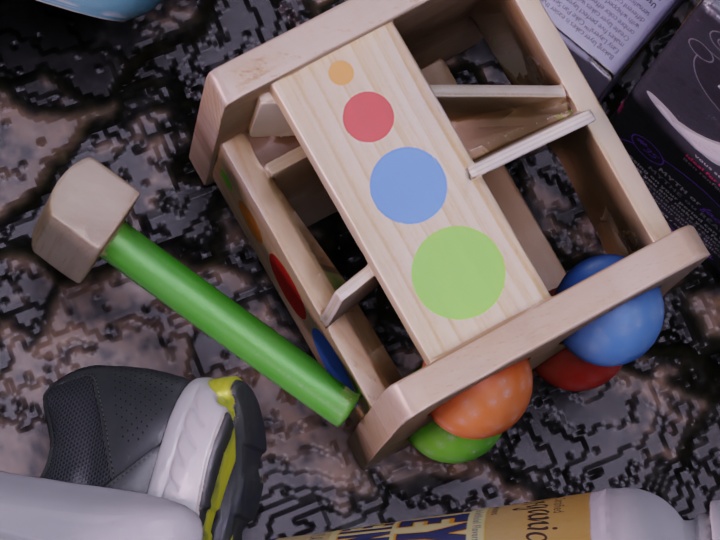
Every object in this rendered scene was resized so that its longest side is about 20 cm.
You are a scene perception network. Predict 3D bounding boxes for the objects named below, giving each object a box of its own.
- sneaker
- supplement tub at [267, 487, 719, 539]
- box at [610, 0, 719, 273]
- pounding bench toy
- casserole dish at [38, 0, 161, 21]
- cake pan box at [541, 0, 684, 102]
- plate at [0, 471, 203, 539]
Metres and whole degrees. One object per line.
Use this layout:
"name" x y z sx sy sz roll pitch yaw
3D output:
"sneaker" -0.098 0.128 1.086 0.084 0.074 0.201 15 80 22
"supplement tub" 0.049 0.152 1.022 0.199 0.144 0.145 -9 79 7
"box" 0.175 -0.064 1.078 0.122 0.200 0.106 41 77 2
"pounding bench toy" 0.000 0.000 1.089 0.199 0.124 0.156 -28 83 -12
"casserole dish" -0.147 -0.135 1.110 0.199 0.121 0.039 16 103 -3
"cake pan box" 0.074 -0.195 1.179 0.200 0.052 0.184 38 74 2
"plate" -0.169 0.158 1.041 0.199 0.032 0.201 9 76 20
